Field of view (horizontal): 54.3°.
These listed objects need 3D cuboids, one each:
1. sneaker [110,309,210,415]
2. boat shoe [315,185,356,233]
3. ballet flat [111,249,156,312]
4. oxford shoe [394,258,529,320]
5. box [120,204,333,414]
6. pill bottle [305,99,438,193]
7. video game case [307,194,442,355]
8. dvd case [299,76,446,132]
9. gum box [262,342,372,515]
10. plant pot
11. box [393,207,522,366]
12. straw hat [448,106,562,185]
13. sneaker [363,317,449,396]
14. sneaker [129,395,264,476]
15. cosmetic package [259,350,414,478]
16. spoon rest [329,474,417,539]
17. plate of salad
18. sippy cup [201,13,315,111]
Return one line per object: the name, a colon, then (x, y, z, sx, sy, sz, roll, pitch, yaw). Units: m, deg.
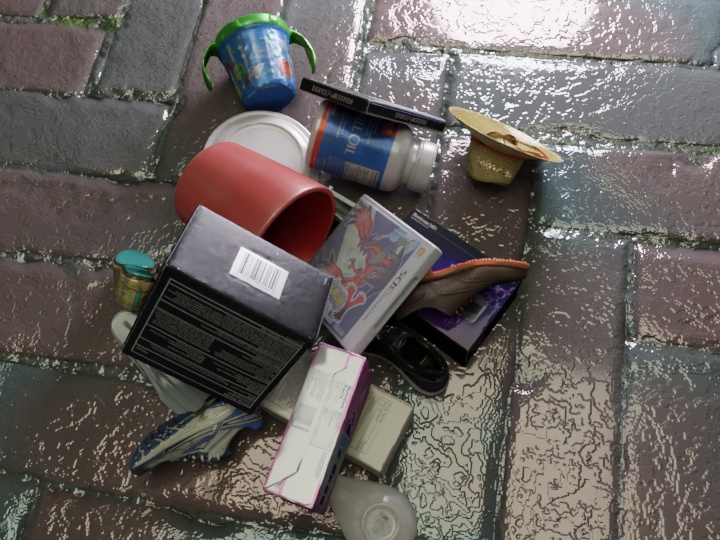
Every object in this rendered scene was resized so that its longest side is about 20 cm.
sneaker: (-0.289, 0.138, 1.043, 0.073, 0.071, 0.200, -38, 90, -14)
boat shoe: (-0.040, -0.084, 1.108, 0.199, 0.076, 0.061, 22, 76, 7)
ballet flat: (-0.344, 0.017, 1.058, 0.070, 0.200, 0.071, -5, 104, -19)
oxford shoe: (0.139, 0.026, 0.982, 0.198, 0.071, 0.073, -9, 84, 7)
box: (-0.173, 0.056, 0.908, 0.199, 0.199, 0.124, 29, 41, -13)
pill bottle: (0.019, -0.194, 1.131, 0.198, 0.112, 0.113, 16, 68, -1)
video game case: (0.000, 0.000, 0.995, 0.183, 0.023, 0.200, -51, 39, 2)
dvd case: (0.023, -0.262, 1.116, 0.150, 0.199, 0.025, 29, 108, 37)
gum box: (-0.047, 0.197, 0.891, 0.066, 0.114, 0.201, 17, 70, 12)
plant pot: (-0.165, -0.084, 1.036, 0.177, 0.201, 0.201, 37, 74, 19)
box: (0.118, 0.023, 1.055, 0.199, 0.079, 0.141, 35, 71, 18)
straw hat: (0.214, -0.182, 1.128, 0.200, 0.201, 0.086, 30, 114, 16)
sneaker: (0.047, 0.097, 1.020, 0.199, 0.088, 0.076, 31, 72, 17)
sneaker: (-0.222, 0.238, 0.979, 0.199, 0.077, 0.086, -30, 101, -12)
cosmetic package: (-0.033, 0.197, 0.991, 0.199, 0.071, 0.106, 27, 72, 15)
spoon rest: (-0.011, 0.312, 0.956, 0.200, 0.061, 0.100, 39, 75, 5)
plate of salad: (-0.164, -0.175, 1.176, 0.198, 0.048, 0.202, 2, 69, -6)
sippy cup: (-0.174, -0.350, 1.221, 0.177, 0.139, 0.131, -22, 75, 20)
